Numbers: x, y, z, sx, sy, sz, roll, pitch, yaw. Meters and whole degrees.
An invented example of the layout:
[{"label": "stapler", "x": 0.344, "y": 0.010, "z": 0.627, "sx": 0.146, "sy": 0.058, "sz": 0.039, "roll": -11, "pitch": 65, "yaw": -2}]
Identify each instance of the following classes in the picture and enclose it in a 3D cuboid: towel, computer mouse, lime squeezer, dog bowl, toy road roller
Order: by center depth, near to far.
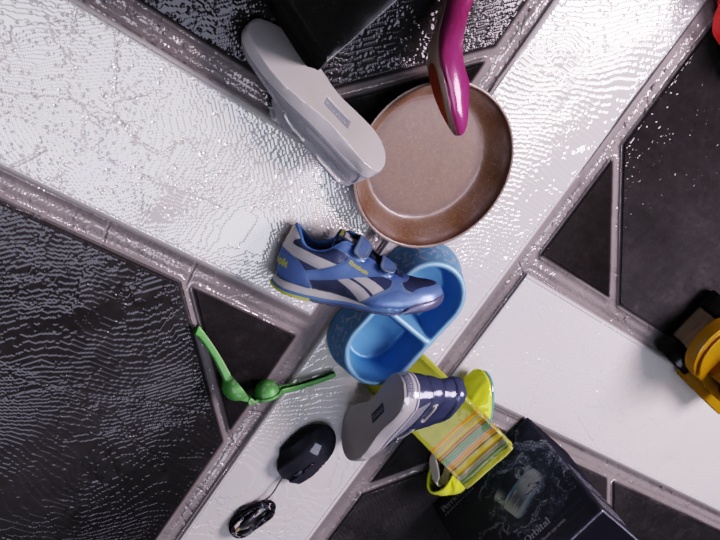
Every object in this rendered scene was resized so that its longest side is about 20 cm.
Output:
[{"label": "lime squeezer", "x": -0.124, "y": 0.128, "z": 1.138, "sx": 0.198, "sy": 0.038, "sz": 0.072, "roll": 22, "pitch": 77, "yaw": -30}, {"label": "dog bowl", "x": 0.048, "y": 0.056, "z": 1.144, "sx": 0.111, "sy": 0.050, "sz": 0.200, "roll": 39, "pitch": 99, "yaw": -26}, {"label": "towel", "x": 0.102, "y": 0.189, "z": 1.220, "sx": 0.086, "sy": 0.018, "sz": 0.200, "roll": -44, "pitch": 99, "yaw": 5}, {"label": "computer mouse", "x": -0.101, "y": 0.280, "z": 1.227, "sx": 0.058, "sy": 0.034, "sz": 0.201, "roll": 31, "pitch": 103, "yaw": -34}, {"label": "toy road roller", "x": 0.535, "y": 0.140, "z": 1.348, "sx": 0.123, "sy": 0.146, "sz": 0.200, "roll": -46, "pitch": 125, "yaw": 8}]

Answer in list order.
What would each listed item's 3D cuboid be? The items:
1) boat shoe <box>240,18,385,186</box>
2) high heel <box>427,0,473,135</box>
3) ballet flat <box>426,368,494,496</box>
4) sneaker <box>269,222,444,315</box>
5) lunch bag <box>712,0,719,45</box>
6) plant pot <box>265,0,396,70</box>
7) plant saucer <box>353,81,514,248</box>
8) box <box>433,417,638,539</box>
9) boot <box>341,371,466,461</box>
[{"label": "boat shoe", "x": -0.059, "y": -0.167, "z": 0.971, "sx": 0.068, "sy": 0.073, "sz": 0.200, "roll": -27, "pitch": 122, "yaw": 38}, {"label": "high heel", "x": 0.114, "y": -0.245, "z": 0.970, "sx": 0.095, "sy": 0.067, "sz": 0.203, "roll": -12, "pitch": 103, "yaw": -6}, {"label": "ballet flat", "x": 0.129, "y": 0.226, "z": 1.272, "sx": 0.066, "sy": 0.067, "sz": 0.202, "roll": -7, "pitch": 123, "yaw": -30}, {"label": "sneaker", "x": 0.000, "y": 0.000, "z": 1.059, "sx": 0.197, "sy": 0.074, "sz": 0.083, "roll": 10, "pitch": 99, "yaw": -3}, {"label": "lunch bag", "x": 0.493, "y": -0.313, "z": 1.112, "sx": 0.175, "sy": 0.082, "sz": 0.201, "roll": -27, "pitch": 125, "yaw": -6}, {"label": "plant pot", "x": -0.025, "y": -0.311, "z": 0.826, "sx": 0.199, "sy": 0.200, "sz": 0.178, "roll": -41, "pitch": 105, "yaw": 4}, {"label": "plant saucer", "x": 0.079, "y": -0.124, "z": 1.072, "sx": 0.198, "sy": 0.037, "sz": 0.203, "roll": -10, "pitch": 122, "yaw": -17}, {"label": "box", "x": 0.238, "y": 0.353, "z": 1.310, "sx": 0.197, "sy": 0.200, "sz": 0.117, "roll": -45, "pitch": 126, "yaw": 6}, {"label": "boot", "x": 0.051, "y": 0.187, "z": 1.174, "sx": 0.089, "sy": 0.074, "sz": 0.200, "roll": 5, "pitch": 151, "yaw": -25}]
